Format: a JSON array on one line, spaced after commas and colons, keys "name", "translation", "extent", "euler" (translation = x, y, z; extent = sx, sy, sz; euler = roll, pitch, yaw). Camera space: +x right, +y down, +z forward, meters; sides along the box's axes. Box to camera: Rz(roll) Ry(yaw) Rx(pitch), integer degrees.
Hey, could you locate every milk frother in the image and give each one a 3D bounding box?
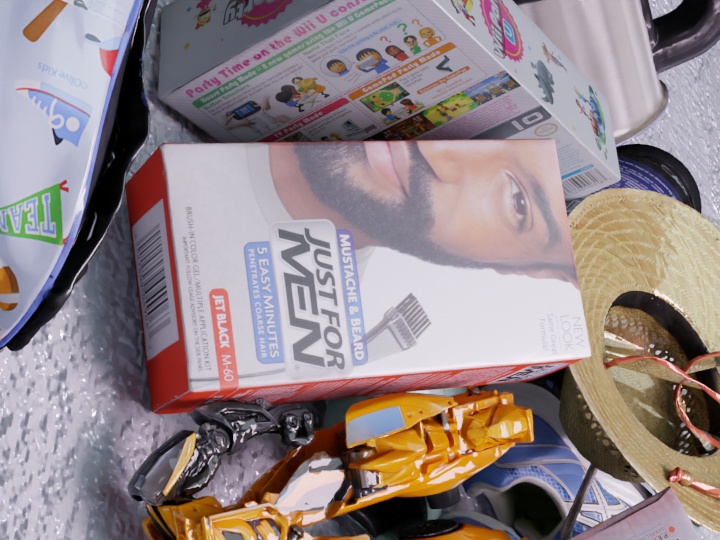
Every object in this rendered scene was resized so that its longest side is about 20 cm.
[{"name": "milk frother", "translation": [0.139, -0.159, 0.950], "extent": [0.200, 0.180, 0.189], "euler": [-76, 150, -55]}]

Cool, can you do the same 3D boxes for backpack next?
[{"name": "backpack", "translation": [-0.140, -0.069, 0.547], "extent": [0.153, 0.200, 0.192], "euler": [11, 70, -19]}]

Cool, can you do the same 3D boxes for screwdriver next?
[{"name": "screwdriver", "translation": [0.140, 0.099, 0.895], "extent": [0.029, 0.028, 0.200], "euler": [27, 30, 3]}]

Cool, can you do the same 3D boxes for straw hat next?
[{"name": "straw hat", "translation": [0.151, 0.064, 0.855], "extent": [0.200, 0.085, 0.202], "euler": [19, 52, -27]}]

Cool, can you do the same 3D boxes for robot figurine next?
[{"name": "robot figurine", "translation": [-0.009, 0.119, 0.700], "extent": [0.199, 0.058, 0.146], "euler": [-13, 96, -34]}]

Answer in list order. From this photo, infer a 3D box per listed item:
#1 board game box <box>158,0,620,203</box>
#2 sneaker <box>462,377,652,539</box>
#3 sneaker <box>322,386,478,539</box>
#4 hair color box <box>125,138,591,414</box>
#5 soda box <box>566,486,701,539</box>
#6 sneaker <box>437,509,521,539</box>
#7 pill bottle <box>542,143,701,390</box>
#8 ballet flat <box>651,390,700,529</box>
[{"name": "board game box", "translation": [0.018, -0.089, 0.812], "extent": [0.200, 0.147, 0.065], "euler": [35, 42, -43]}, {"name": "sneaker", "translation": [0.124, 0.150, 0.939], "extent": [0.200, 0.076, 0.077], "euler": [45, 47, -21]}, {"name": "sneaker", "translation": [0.001, 0.040, 0.791], "extent": [0.201, 0.073, 0.118], "euler": [62, 28, -20]}, {"name": "hair color box", "translation": [0.000, 0.000, 0.739], "extent": [0.199, 0.064, 0.112], "euler": [-3, 78, -26]}, {"name": "soda box", "translation": [0.136, 0.168, 0.803], "extent": [0.069, 0.063, 0.200], "euler": [62, -3, 18]}, {"name": "sneaker", "translation": [0.059, 0.233, 0.801], "extent": [0.115, 0.080, 0.200], "euler": [-44, 116, -42]}, {"name": "pill bottle", "translation": [0.147, -0.010, 1.003], "extent": [0.200, 0.111, 0.112], "euler": [-39, 108, -55]}, {"name": "ballet flat", "translation": [0.210, 0.110, 1.020], "extent": [0.067, 0.064, 0.200], "euler": [46, 8, 1]}]
